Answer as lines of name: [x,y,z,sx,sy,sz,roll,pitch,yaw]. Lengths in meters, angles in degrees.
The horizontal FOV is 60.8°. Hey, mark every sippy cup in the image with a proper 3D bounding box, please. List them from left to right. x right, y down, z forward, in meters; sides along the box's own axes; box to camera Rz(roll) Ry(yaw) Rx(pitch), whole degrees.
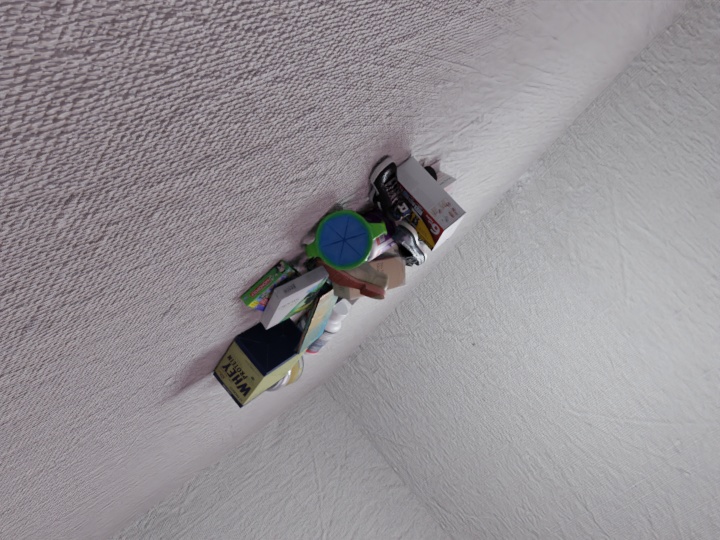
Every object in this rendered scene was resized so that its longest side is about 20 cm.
sippy cup: [-0.034,-0.073,1.457,0.130,0.176,0.141,-47,155,-85]

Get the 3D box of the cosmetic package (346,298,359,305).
cosmetic package: [0.000,0.000,1.808,0.085,0.108,0.200,-49,178,37]

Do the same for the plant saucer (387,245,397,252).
plant saucer: [0.091,-0.086,1.812,0.032,0.203,0.200,3,-173,30]

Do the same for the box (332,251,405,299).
box: [0.025,0.011,1.661,0.199,0.096,0.077,-14,-164,-36]

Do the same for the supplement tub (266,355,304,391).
supplement tub: [-0.278,0.316,2.014,0.145,0.145,0.200,-44,169,9]

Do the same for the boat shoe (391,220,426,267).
boat shoe: [0.126,-0.057,1.618,0.062,0.075,0.200,-52,156,-10]

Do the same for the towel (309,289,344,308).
towel: [-0.078,0.070,1.879,0.199,0.023,0.143,-33,-153,-30]

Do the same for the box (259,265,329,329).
box: [-0.168,0.070,1.540,0.144,0.037,0.200,-27,167,-29]

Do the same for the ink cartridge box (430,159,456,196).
ink cartridge box: [0.215,-0.210,1.795,0.116,0.067,0.201,-36,145,-36]

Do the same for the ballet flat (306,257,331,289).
ballet flat: [-0.100,0.004,1.671,0.074,0.074,0.200,-41,172,-7]

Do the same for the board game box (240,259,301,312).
board game box: [-0.210,0.044,1.513,0.134,0.029,0.200,-43,170,-1]

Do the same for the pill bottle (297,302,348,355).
pill bottle: [-0.136,0.181,2.075,0.200,0.120,0.119,-48,168,25]

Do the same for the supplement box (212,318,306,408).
supplement box: [-0.285,0.255,1.778,0.199,0.134,0.200,-30,163,-49]

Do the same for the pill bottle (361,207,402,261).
pill bottle: [0.049,-0.107,1.639,0.199,0.113,0.113,-33,166,-43]

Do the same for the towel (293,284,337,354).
towel: [-0.115,0.127,1.710,0.147,0.022,0.201,-36,153,-58]

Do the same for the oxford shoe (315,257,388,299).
oxford shoe: [-0.019,0.004,1.546,0.071,0.199,0.074,-27,-140,60]

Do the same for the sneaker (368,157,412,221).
sneaker: [0.082,-0.184,1.458,0.073,0.112,0.200,-41,169,-12]

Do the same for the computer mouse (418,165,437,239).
computer mouse: [0.157,-0.180,1.692,0.046,0.141,0.201,0,136,-40]

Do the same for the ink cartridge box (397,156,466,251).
ink cartridge box: [0.154,-0.159,1.576,0.084,0.200,0.176,-38,168,-19]

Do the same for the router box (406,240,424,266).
router box: [0.172,-0.120,1.980,0.200,0.051,0.151,113,-16,-65]
